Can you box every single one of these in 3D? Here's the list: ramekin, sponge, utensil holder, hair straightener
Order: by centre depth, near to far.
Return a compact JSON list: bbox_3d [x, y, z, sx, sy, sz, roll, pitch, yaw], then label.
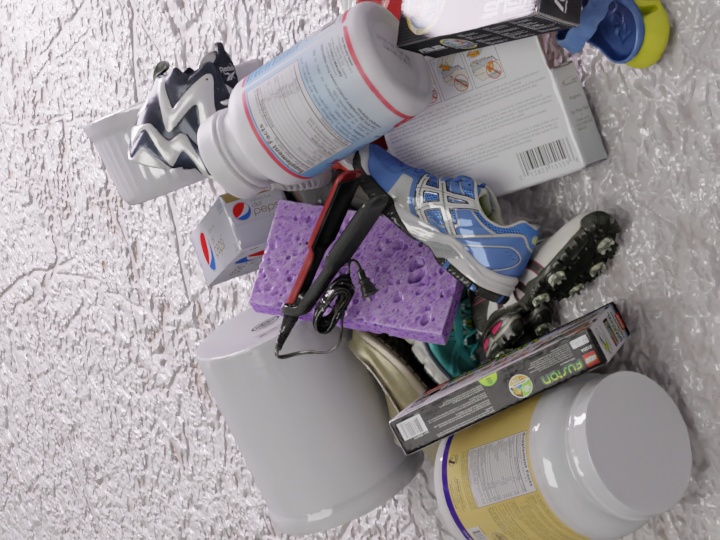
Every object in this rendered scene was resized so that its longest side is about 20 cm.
[{"bbox_3d":[-0.025,0.009,1.413,0.077,0.041,0.200,41,120,23],"label":"hair straightener"},{"bbox_3d":[0.000,0.000,1.483,0.200,0.030,0.112,9,68,21],"label":"sponge"},{"bbox_3d":[-0.053,0.135,1.583,0.170,0.170,0.200,-9,111,50],"label":"utensil holder"},{"bbox_3d":[-0.180,-0.142,1.659,0.200,0.200,0.098,-14,100,51],"label":"ramekin"}]

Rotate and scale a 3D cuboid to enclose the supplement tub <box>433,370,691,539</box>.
[{"bbox_3d":[0.175,0.172,1.385,0.200,0.145,0.146,-28,81,50],"label":"supplement tub"}]

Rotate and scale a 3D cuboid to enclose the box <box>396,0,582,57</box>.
[{"bbox_3d":[0.109,-0.266,1.283,0.200,0.044,0.160,0,80,59],"label":"box"}]

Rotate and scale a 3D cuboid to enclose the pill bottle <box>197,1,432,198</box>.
[{"bbox_3d":[-0.044,-0.144,1.399,0.200,0.109,0.109,-29,80,27],"label":"pill bottle"}]

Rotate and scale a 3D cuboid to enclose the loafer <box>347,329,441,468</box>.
[{"bbox_3d":[0.052,0.133,1.520,0.068,0.076,0.200,-41,93,14],"label":"loafer"}]

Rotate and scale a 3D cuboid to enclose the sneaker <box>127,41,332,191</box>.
[{"bbox_3d":[-0.118,-0.151,1.518,0.199,0.079,0.130,12,98,14],"label":"sneaker"}]

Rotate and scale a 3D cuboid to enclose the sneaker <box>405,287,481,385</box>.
[{"bbox_3d":[0.082,0.053,1.506,0.080,0.078,0.200,-36,87,11],"label":"sneaker"}]

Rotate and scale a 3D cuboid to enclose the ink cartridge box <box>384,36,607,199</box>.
[{"bbox_3d":[0.102,-0.150,1.406,0.200,0.044,0.174,-17,94,42],"label":"ink cartridge box"}]

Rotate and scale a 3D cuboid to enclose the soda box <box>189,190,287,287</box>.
[{"bbox_3d":[-0.126,-0.038,1.675,0.200,0.068,0.064,145,105,-71],"label":"soda box"}]

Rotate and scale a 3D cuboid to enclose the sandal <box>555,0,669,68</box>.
[{"bbox_3d":[0.169,-0.247,1.296,0.200,0.087,0.080,56,139,24],"label":"sandal"}]

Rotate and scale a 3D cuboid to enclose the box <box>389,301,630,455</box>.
[{"bbox_3d":[0.131,0.093,1.373,0.200,0.110,0.035,-28,90,23],"label":"box"}]

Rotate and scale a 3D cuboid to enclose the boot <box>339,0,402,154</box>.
[{"bbox_3d":[0.045,-0.190,1.477,0.144,0.072,0.200,22,118,39],"label":"boot"}]

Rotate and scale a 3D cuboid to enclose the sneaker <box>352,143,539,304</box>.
[{"bbox_3d":[0.076,-0.056,1.401,0.200,0.076,0.077,41,102,23],"label":"sneaker"}]

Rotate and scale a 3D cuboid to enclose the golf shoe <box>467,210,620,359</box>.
[{"bbox_3d":[0.152,-0.001,1.410,0.200,0.077,0.088,-53,56,44],"label":"golf shoe"}]

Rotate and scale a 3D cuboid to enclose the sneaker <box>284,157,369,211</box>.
[{"bbox_3d":[-0.014,-0.072,1.566,0.200,0.077,0.082,24,100,56],"label":"sneaker"}]
